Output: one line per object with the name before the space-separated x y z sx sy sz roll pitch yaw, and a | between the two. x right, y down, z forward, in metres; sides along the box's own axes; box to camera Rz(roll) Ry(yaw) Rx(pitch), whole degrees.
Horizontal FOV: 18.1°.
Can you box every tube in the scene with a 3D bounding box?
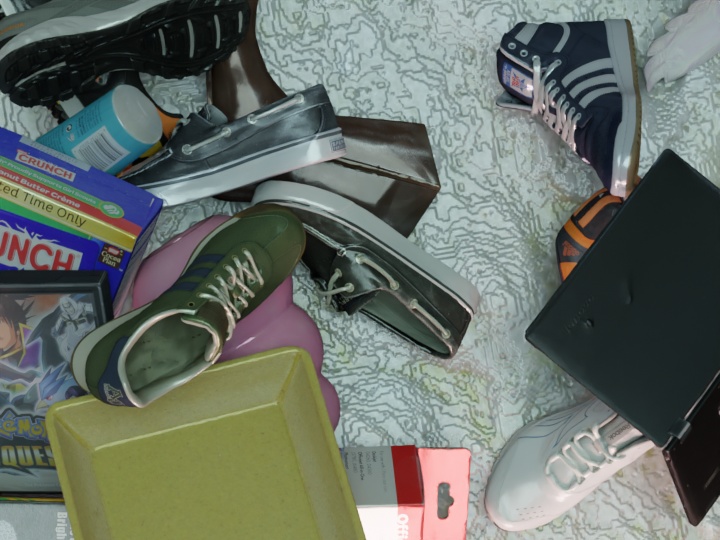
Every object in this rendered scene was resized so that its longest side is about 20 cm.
tube | -0.236 -0.071 1.720 0.200 0.050 0.078 -31 83 31

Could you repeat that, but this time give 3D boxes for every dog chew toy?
dog chew toy | -0.086 0.059 1.725 0.124 0.125 0.200 -33 96 -5

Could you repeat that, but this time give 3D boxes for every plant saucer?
plant saucer | -0.108 0.171 1.625 0.200 0.048 0.200 -14 65 -9

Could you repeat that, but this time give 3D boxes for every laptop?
laptop | 0.243 0.053 1.700 0.116 0.200 0.187 29 71 32

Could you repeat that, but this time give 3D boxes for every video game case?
video game case | -0.274 0.084 1.675 0.200 0.026 0.181 0 117 10

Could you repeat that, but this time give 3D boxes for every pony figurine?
pony figurine | 0.291 -0.249 1.767 0.193 0.167 0.200 -22 72 -12

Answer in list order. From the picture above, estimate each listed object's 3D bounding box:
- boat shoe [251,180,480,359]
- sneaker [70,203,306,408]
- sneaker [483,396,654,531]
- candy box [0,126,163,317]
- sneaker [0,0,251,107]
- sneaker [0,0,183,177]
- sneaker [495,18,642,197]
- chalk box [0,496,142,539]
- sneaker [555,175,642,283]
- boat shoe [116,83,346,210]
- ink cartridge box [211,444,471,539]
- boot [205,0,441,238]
boat shoe | 0.000 0.000 1.736 0.200 0.071 0.064 30 63 -13
sneaker | -0.108 0.032 1.606 0.200 0.090 0.067 -38 115 -12
sneaker | 0.179 0.131 1.750 0.200 0.087 0.075 -38 90 -4
candy box | -0.263 0.006 1.690 0.169 0.077 0.200 24 118 -1
sneaker | -0.180 -0.184 1.694 0.200 0.074 0.079 -12 42 -13
sneaker | -0.216 -0.172 1.761 0.090 0.070 0.200 -33 93 -12
sneaker | 0.158 -0.126 1.736 0.108 0.200 0.070 3 129 0
chalk box | -0.215 0.232 1.701 0.200 0.124 0.125 3 85 -4
sneaker | 0.227 0.025 1.775 0.112 0.078 0.200 -38 102 15
boat shoe | -0.113 -0.091 1.706 0.200 0.072 0.068 -16 93 15
ink cartridge box | -0.014 0.197 1.715 0.200 0.067 0.116 -2 129 -3
boot | -0.026 -0.127 1.766 0.200 0.064 0.187 12 98 0
